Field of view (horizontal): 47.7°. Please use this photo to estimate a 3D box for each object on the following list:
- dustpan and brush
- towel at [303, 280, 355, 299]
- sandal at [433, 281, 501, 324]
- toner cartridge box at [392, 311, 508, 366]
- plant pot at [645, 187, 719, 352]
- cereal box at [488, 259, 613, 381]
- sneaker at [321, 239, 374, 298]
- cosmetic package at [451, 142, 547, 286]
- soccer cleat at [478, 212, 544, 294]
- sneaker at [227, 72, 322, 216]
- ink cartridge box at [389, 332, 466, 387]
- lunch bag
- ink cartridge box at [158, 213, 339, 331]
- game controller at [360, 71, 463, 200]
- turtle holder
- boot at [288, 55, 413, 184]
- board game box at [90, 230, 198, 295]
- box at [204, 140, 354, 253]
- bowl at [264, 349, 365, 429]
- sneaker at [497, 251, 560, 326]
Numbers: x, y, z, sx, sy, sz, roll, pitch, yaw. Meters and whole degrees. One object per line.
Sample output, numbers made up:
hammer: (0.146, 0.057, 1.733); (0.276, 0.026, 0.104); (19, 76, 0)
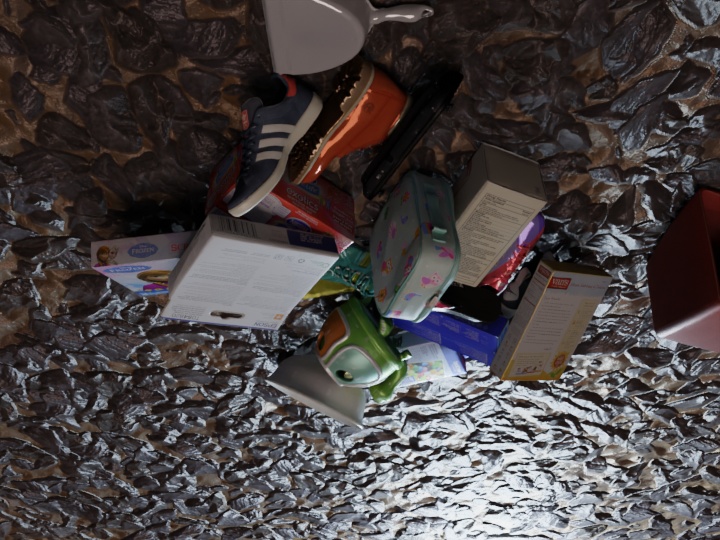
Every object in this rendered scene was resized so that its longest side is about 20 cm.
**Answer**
dustpan and brush: (-0.011, -0.300, 0.986); (0.198, 0.058, 0.140); (3, 149, 4)
towel: (-0.112, 0.022, 1.358); (0.198, 0.018, 0.086); (-10, 138, 8)
sandal: (0.126, 0.031, 1.253); (0.198, 0.076, 0.045); (13, 158, -5)
toner cartridge box: (0.144, 0.084, 1.340); (0.199, 0.043, 0.095); (22, 149, 24)
plant pot: (0.558, 0.021, 1.265); (0.198, 0.202, 0.176); (14, 149, -17)
cereal box: (0.299, 0.082, 1.281); (0.143, 0.040, 0.201); (6, 116, -36)
sneaker: (0.000, 0.000, 1.282); (0.198, 0.080, 0.078); (6, 130, -15)
cosmetic package: (0.175, -0.078, 1.204); (0.103, 0.088, 0.200); (18, 136, -18)
soccer cleat: (0.229, -0.013, 1.285); (0.066, 0.077, 0.200); (17, 136, -22)
sneaker: (-0.130, -0.165, 1.038); (0.084, 0.201, 0.075); (38, 156, -25)
ink cartridge box: (0.116, 0.158, 1.501); (0.198, 0.042, 0.120); (-15, 137, 12)
lunch bag: (0.080, -0.034, 1.164); (0.076, 0.201, 0.161); (15, 134, -21)
ink cartridge box: (-0.161, 0.009, 1.150); (0.198, 0.041, 0.200); (10, 139, -34)
game controller: (0.068, -0.177, 1.081); (0.042, 0.104, 0.200); (42, 130, 1)
turtle holder: (0.003, 0.134, 1.388); (0.131, 0.141, 0.186); (-36, 148, 2)
boot: (-0.016, -0.179, 1.090); (0.107, 0.075, 0.200); (22, 126, -33)
board game box: (-0.274, -0.009, 1.235); (0.198, 0.042, 0.200); (-6, 166, 5)
box: (-0.112, -0.093, 1.171); (0.199, 0.096, 0.100); (30, 131, -30)
bowl: (-0.067, 0.204, 1.479); (0.200, 0.091, 0.201); (25, 168, 6)
sneaker: (0.318, 0.030, 1.333); (0.197, 0.080, 0.130); (5, 126, -25)
